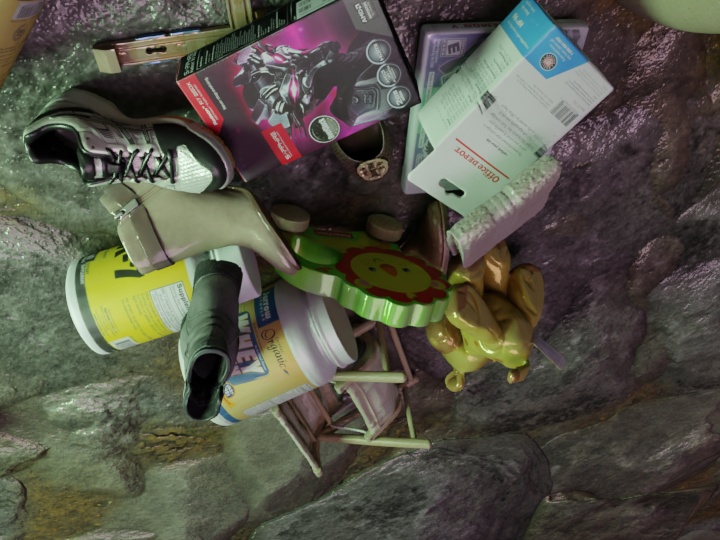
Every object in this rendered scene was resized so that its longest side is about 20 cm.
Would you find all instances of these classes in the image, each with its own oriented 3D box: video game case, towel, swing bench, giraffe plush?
[{"bbox_3d":[0.143,-0.177,0.765,0.178,0.023,0.203,-6,135,-11],"label":"video game case"},{"bbox_3d":[0.155,-0.061,0.758,0.132,0.035,0.200,-39,170,2],"label":"towel"},{"bbox_3d":[-0.015,0.184,1.013,0.196,0.131,0.201,-15,137,6],"label":"swing bench"},{"bbox_3d":[0.160,0.075,0.939,0.172,0.202,0.162,-37,-178,-36],"label":"giraffe plush"}]

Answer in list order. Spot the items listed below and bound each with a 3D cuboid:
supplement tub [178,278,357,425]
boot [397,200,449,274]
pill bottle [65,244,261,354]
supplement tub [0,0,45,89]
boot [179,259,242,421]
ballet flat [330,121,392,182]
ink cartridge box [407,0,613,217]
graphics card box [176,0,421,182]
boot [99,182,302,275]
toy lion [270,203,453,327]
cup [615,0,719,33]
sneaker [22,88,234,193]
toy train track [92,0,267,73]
[{"bbox_3d":[-0.116,0.097,0.879,0.197,0.146,0.145,-24,136,8],"label":"supplement tub"},{"bbox_3d":[0.068,-0.012,0.882,0.074,0.075,0.202,5,139,-7],"label":"boot"},{"bbox_3d":[-0.221,0.013,0.787,0.196,0.116,0.115,-18,137,0],"label":"pill bottle"},{"bbox_3d":[-0.334,-0.200,0.520,0.144,0.147,0.200,25,123,-35],"label":"supplement tub"},{"bbox_3d":[-0.161,0.099,0.705,0.068,0.134,0.202,3,139,-8],"label":"boot"},{"bbox_3d":[-0.008,-0.165,0.723,0.066,0.047,0.202,-20,135,1],"label":"ballet flat"},{"bbox_3d":[0.141,-0.159,0.705,0.115,0.069,0.200,25,123,-37],"label":"ink cartridge box"},{"bbox_3d":[-0.055,-0.176,0.635,0.197,0.051,0.126,-21,131,12],"label":"graphics card box"},{"bbox_3d":[-0.172,-0.044,0.715,0.145,0.202,0.070,-35,172,-4],"label":"boot"},{"bbox_3d":[0.000,0.000,0.778,0.196,0.192,0.070,5,118,-20],"label":"toy lion"},{"bbox_3d":[0.340,-0.301,0.626,0.196,0.145,0.203,-8,136,-8],"label":"cup"},{"bbox_3d":[-0.217,-0.103,0.638,0.196,0.088,0.077,15,130,9],"label":"sneaker"},{"bbox_3d":[-0.151,-0.210,0.647,0.195,0.033,0.116,-10,136,-6],"label":"toy train track"}]
